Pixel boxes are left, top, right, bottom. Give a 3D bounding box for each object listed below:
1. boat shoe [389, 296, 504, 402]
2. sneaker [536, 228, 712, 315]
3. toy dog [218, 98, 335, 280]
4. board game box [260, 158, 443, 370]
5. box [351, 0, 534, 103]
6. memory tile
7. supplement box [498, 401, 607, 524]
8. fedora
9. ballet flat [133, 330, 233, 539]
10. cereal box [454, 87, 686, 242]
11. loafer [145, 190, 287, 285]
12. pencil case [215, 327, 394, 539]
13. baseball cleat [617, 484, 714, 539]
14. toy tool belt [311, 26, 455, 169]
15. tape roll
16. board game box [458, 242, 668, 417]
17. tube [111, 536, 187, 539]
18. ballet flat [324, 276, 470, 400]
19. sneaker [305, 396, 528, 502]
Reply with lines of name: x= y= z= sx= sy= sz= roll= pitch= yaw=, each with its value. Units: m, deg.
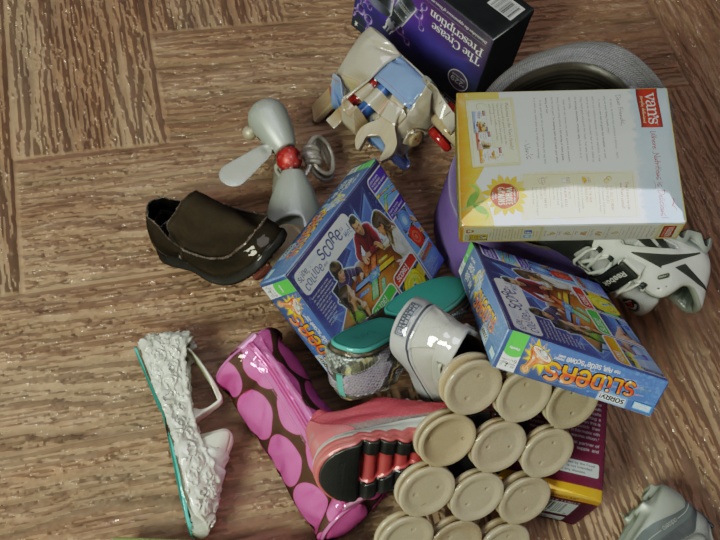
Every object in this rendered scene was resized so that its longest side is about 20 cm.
boat shoe: x=0.089 y=0.084 z=0.774 sx=0.070 sy=0.200 sz=0.071 roll=24 pitch=75 yaw=28
sneaker: x=0.257 y=-0.005 z=0.869 sx=0.200 sy=0.074 sz=0.089 roll=11 pitch=71 yaw=-16
toy dog: x=-0.090 y=-0.069 z=0.941 sx=0.096 sy=0.132 sz=0.200 roll=-24 pitch=54 yaw=23
board game box: x=0.000 y=0.000 z=0.873 sx=0.135 sy=0.034 sz=0.200 roll=55 pitch=43 yaw=-19
box: x=0.090 y=-0.299 z=1.064 sx=0.200 sy=0.141 sz=0.079 roll=43 pitch=66 yaw=16
memory tile: x=0.102 y=0.162 z=0.739 sx=0.153 sy=0.200 sz=0.017 roll=11 pitch=22 yaw=-26
supplement box: x=0.173 y=0.127 z=0.867 sx=0.110 sy=0.086 sz=0.200 roll=12 pitch=60 yaw=0
fedora: x=0.207 y=-0.132 z=0.917 sx=0.200 sy=0.090 sz=0.177 roll=-34 pitch=67 yaw=-11
ballet flat: x=-0.153 y=0.139 z=0.824 sx=0.072 sy=0.072 sz=0.200 roll=-16 pitch=66 yaw=-16
cereal box: x=0.189 y=-0.098 z=0.831 sx=0.200 sy=0.040 sz=0.144 roll=0 pitch=67 yaw=3
loafer: x=-0.152 y=-0.037 z=0.863 sx=0.200 sy=0.071 sz=0.073 roll=4 pitch=48 yaw=46
pencil case: x=-0.056 y=0.144 z=0.821 sx=0.091 sy=0.094 sz=0.200 roll=-36 pitch=69 yaw=-8
baseball cleat: x=0.255 y=0.284 z=0.799 sx=0.106 sy=0.070 sz=0.200 roll=37 pitch=63 yaw=13
toy tool belt: x=0.030 y=-0.167 z=0.997 sx=0.123 sy=0.125 sz=0.200 roll=-45 pitch=53 yaw=8
tape roll: x=0.185 y=-0.061 z=0.976 sx=0.200 sy=0.085 sz=0.200 roll=3 pitch=60 yaw=-5
board game box: x=0.162 y=0.042 z=0.764 sx=0.135 sy=0.035 sz=0.200 roll=18 pitch=20 yaw=-8
tube: x=-0.115 y=0.254 z=0.755 sx=0.200 sy=0.052 sz=0.058 roll=3 pitch=84 yaw=7
ballet flat: x=0.036 y=0.064 z=0.813 sx=0.072 sy=0.072 sz=0.200 roll=44 pitch=38 yaw=16
sneaker: x=0.047 y=0.132 z=0.763 sx=0.200 sy=0.074 sz=0.087 roll=-3 pitch=28 yaw=-21
